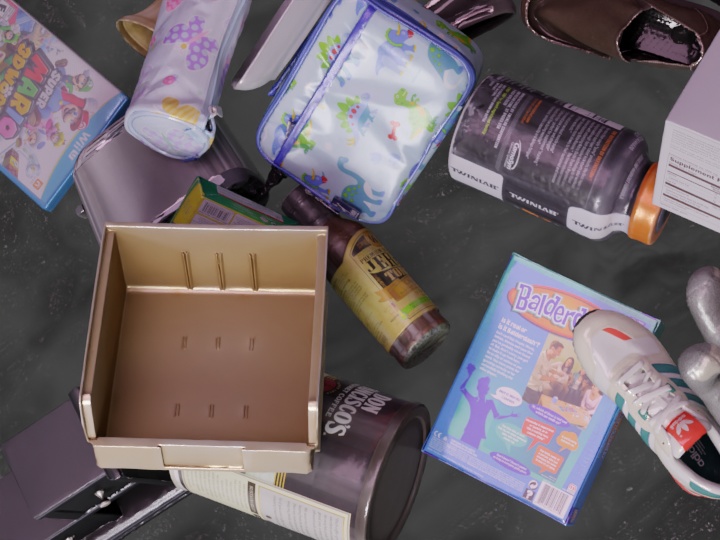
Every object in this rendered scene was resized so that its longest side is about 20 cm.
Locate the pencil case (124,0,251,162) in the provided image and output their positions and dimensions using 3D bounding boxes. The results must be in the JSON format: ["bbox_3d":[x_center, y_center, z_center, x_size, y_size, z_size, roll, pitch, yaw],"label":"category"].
[{"bbox_3d":[-0.154,-0.205,1.575,0.090,0.083,0.202,-12,55,43],"label":"pencil case"}]

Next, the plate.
[{"bbox_3d":[-0.054,-0.248,1.599,0.032,0.200,0.201,35,93,-9],"label":"plate"}]

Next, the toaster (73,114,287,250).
[{"bbox_3d":[-0.182,-0.088,1.642,0.199,0.114,0.130,-36,71,9],"label":"toaster"}]

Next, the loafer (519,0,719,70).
[{"bbox_3d":[0.237,-0.228,1.547,0.198,0.071,0.074,12,111,18],"label":"loafer"}]

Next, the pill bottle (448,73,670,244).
[{"bbox_3d":[0.187,-0.094,1.533,0.198,0.106,0.107,25,89,18],"label":"pill bottle"}]

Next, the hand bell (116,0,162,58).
[{"bbox_3d":[-0.149,-0.300,1.693,0.103,0.104,0.201,25,77,19],"label":"hand bell"}]

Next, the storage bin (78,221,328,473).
[{"bbox_3d":[-0.129,0.067,1.463,0.197,0.094,0.200,1,53,1],"label":"storage bin"}]

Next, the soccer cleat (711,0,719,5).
[{"bbox_3d":[0.302,-0.290,1.560,0.198,0.068,0.074,15,61,23],"label":"soccer cleat"}]

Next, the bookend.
[{"bbox_3d":[-0.277,0.206,1.578,0.198,0.200,0.093,-33,73,9],"label":"bookend"}]

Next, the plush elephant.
[{"bbox_3d":[0.374,0.086,1.424,0.154,0.165,0.201,-26,103,25],"label":"plush elephant"}]

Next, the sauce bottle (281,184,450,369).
[{"bbox_3d":[0.000,0.000,1.597,0.065,0.065,0.200,-44,74,6],"label":"sauce bottle"}]

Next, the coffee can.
[{"bbox_3d":[-0.054,0.162,1.545,0.198,0.146,0.148,17,86,19],"label":"coffee can"}]

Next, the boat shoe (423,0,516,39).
[{"bbox_3d":[0.058,-0.211,1.611,0.199,0.067,0.057,-37,80,12],"label":"boat shoe"}]

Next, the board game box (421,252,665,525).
[{"bbox_3d":[0.166,0.107,1.540,0.151,0.045,0.202,26,90,19],"label":"board game box"}]

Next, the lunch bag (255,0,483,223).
[{"bbox_3d":[0.004,-0.156,1.567,0.160,0.083,0.201,35,116,-2],"label":"lunch bag"}]

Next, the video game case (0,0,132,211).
[{"bbox_3d":[-0.347,-0.177,1.756,0.200,0.018,0.144,39,93,18],"label":"video game case"}]

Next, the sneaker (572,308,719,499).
[{"bbox_3d":[0.261,0.114,1.453,0.070,0.093,0.200,-38,95,-4],"label":"sneaker"}]

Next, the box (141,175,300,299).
[{"bbox_3d":[-0.149,0.023,1.596,0.116,0.048,0.201,24,110,-23],"label":"box"}]

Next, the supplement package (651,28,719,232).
[{"bbox_3d":[0.360,-0.130,1.441,0.154,0.111,0.201,24,58,18],"label":"supplement package"}]
